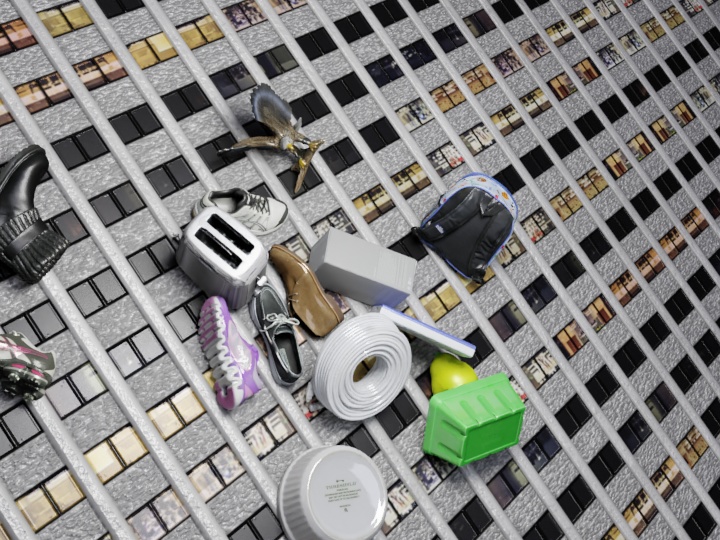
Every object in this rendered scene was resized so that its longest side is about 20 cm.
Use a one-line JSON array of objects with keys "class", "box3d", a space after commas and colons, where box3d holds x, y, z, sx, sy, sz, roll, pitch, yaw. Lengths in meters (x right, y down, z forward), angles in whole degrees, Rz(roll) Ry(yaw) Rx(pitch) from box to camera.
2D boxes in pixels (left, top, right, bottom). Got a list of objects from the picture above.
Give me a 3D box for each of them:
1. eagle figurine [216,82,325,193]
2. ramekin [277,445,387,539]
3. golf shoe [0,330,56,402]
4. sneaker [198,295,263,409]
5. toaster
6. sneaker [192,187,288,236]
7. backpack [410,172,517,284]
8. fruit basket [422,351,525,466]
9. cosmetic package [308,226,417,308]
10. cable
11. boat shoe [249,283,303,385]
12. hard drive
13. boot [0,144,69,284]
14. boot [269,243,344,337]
[{"class": "eagle figurine", "box3d": [-0.172, -0.268, 1.740, 0.197, 0.150, 0.155, 22, 70, -27]}, {"class": "ramekin", "box3d": [-0.041, 0.404, 1.546, 0.199, 0.094, 0.206, 11, 64, -24]}, {"class": "golf shoe", "box3d": [-0.584, 0.133, 1.396, 0.198, 0.077, 0.089, 30, 37, -17]}, {"class": "sneaker", "box3d": [-0.228, 0.143, 1.577, 0.087, 0.080, 0.204, -9, 78, -38]}, {"class": "toaster", "box3d": [-0.254, -0.031, 1.590, 0.199, 0.129, 0.114, 41, 64, 1]}, {"class": "sneaker", "box3d": [-0.219, -0.117, 1.687, 0.197, 0.088, 0.077, -4, 68, -32]}, {"class": "backpack", "box3d": [0.243, -0.107, 1.873, 0.199, 0.191, 0.155, 36, 40, -9]}, {"class": "fruit basket", "box3d": [0.201, 0.266, 1.738, 0.211, 0.158, 0.217, 5, 26, -2]}, {"class": "cosmetic package", "box3d": [0.000, 0.000, 1.744, 0.197, 0.107, 0.092, 24, 59, -19]}, {"class": "cable", "box3d": [0.004, 0.180, 1.624, 0.197, 0.204, 0.069, -3, 26, -33]}, {"class": "boat shoe", "box3d": [-0.153, 0.111, 1.632, 0.072, 0.068, 0.203, -4, 70, -29]}, {"class": "hard drive", "box3d": [0.119, 0.118, 1.723, 0.197, 0.132, 0.026, 25, 84, -5]}, {"class": "boot", "box3d": [-0.555, -0.095, 1.495, 0.156, 0.079, 0.213, 32, 67, -4]}, {"class": "boot", "box3d": [-0.118, 0.040, 1.687, 0.075, 0.074, 0.201, -39, 92, -25]}]
